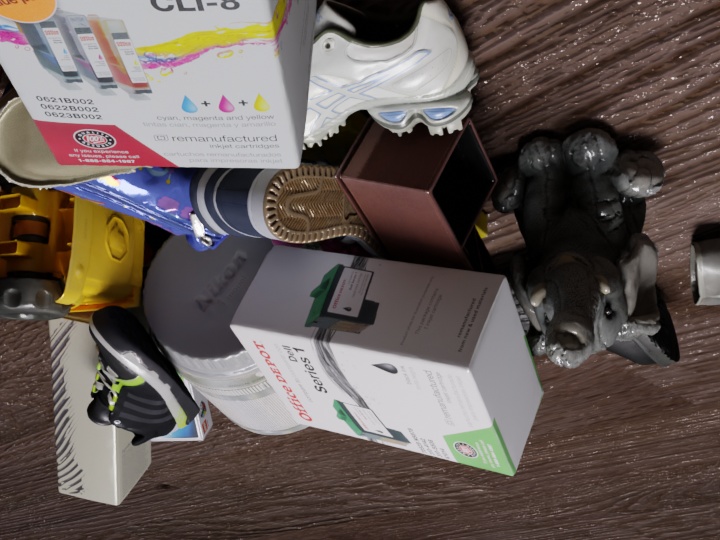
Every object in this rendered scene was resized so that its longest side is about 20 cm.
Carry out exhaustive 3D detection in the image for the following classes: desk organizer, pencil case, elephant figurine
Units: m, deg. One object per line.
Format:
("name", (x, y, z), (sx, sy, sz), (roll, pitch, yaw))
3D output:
("desk organizer", (0.065, -0.028, 0.729), (0.076, 0.072, 0.200), (14, 153, 35))
("pencil case", (-0.175, -0.078, 0.739), (0.199, 0.087, 0.078), (25, 126, -35))
("elephant figurine", (0.163, 0.008, 0.746), (0.154, 0.202, 0.141), (16, 151, -25))

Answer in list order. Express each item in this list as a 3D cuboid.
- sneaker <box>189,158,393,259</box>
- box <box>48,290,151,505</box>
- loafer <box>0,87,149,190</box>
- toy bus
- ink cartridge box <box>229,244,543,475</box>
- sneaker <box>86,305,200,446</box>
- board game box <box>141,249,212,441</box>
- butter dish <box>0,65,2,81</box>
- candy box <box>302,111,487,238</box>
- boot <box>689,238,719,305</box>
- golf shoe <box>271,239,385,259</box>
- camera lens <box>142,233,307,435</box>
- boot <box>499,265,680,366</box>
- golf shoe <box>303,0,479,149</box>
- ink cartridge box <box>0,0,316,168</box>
("sneaker", (-0.037, -0.052, 0.743), (0.108, 0.071, 0.199), (10, -176, 38))
("box", (-0.249, 0.119, 0.953), (0.068, 0.082, 0.202), (9, 114, 11))
("loafer", (-0.155, -0.098, 0.618), (0.198, 0.068, 0.076), (-15, 114, 14))
("toy bus", (-0.279, -0.018, 0.856), (0.198, 0.137, 0.192), (-5, 169, 21))
("ink cartridge box", (0.022, 0.065, 0.741), (0.198, 0.085, 0.147), (7, 144, 30))
("sneaker", (-0.200, 0.106, 0.851), (0.082, 0.072, 0.201), (-33, 149, -9))
("board game box", (-0.231, 0.079, 0.995), (0.125, 0.035, 0.202), (-3, 112, 14))
("butter dish", (-0.363, -0.077, 0.661), (0.198, 0.201, 0.148), (15, 162, -23))
("candy box", (0.013, -0.064, 0.819), (0.102, 0.027, 0.199), (-20, 146, 33))
("boot", (0.386, -0.019, 0.833), (0.198, 0.073, 0.182), (4, 153, 14))
("golf shoe", (0.000, 0.000, 0.840), (0.199, 0.076, 0.091), (21, 153, -30))
("camera lens", (-0.095, 0.053, 0.915), (0.158, 0.161, 0.200), (-3, 153, 13))
("boot", (0.198, 0.049, 0.963), (0.210, 0.080, 0.157), (33, 137, -31))
("golf shoe", (-0.025, -0.136, 0.649), (0.198, 0.079, 0.098), (-9, 134, 14))
("ink cartridge box", (-0.103, -0.164, 0.490), (0.144, 0.146, 0.200), (2, 153, 4))
